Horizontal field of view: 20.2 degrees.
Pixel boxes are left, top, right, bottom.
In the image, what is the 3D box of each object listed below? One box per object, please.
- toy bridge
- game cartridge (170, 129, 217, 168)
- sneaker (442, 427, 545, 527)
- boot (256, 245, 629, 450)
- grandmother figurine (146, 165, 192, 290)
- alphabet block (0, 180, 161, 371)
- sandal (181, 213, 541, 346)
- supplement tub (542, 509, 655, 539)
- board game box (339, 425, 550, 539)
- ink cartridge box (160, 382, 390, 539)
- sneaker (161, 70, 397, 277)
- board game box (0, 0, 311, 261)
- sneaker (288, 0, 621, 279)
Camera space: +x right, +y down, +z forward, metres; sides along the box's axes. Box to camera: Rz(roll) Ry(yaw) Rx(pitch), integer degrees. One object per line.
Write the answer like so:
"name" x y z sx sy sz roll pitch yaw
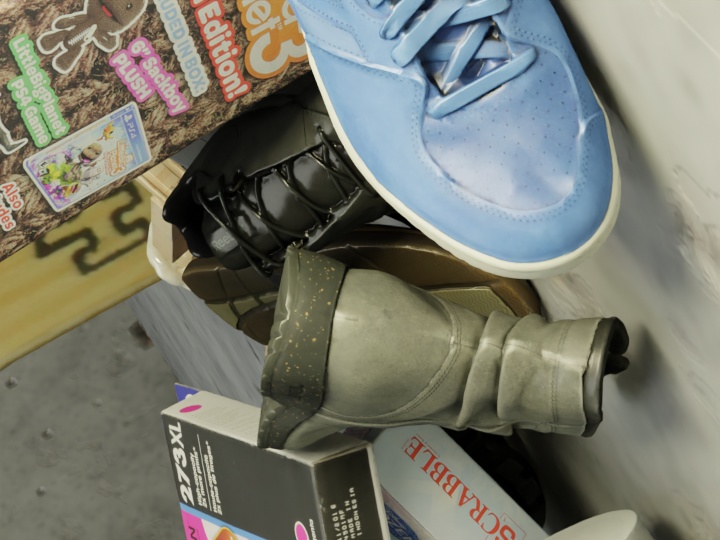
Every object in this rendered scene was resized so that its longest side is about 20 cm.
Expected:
"toy bridge" -0.094 -0.028 1.040 0.200 0.027 0.067 42 160 12
"game cartridge" -0.133 -0.103 1.038 0.133 0.041 0.200 24 -173 -35
"sneaker" 0.023 0.062 0.991 0.079 0.075 0.201 48 166 56
"boot" 0.029 0.044 0.770 0.200 0.130 0.068 107 175 -80
"grandmother figurine" -0.067 -0.021 1.118 0.200 0.060 0.122 -8 95 65
"alphabet block" -0.220 -0.086 1.359 0.197 0.199 0.195 63 174 -29
"sandal" 0.000 0.000 0.872 0.082 0.055 0.200 47 153 -27
"supplement tub" 0.109 0.211 0.801 0.201 0.144 0.144 59 171 -1
"board game box" 0.034 0.144 0.965 0.200 0.041 0.199 45 157 -16
"ink cartridge box" -0.046 0.111 0.912 0.200 0.037 0.095 11 114 63
"sneaker" -0.015 -0.036 0.770 0.076 0.091 0.200 52 158 -9
"board game box" -0.109 -0.119 0.713 0.160 0.199 0.097 51 169 39
"sneaker" 0.008 -0.092 0.567 0.201 0.076 0.111 63 -179 12
